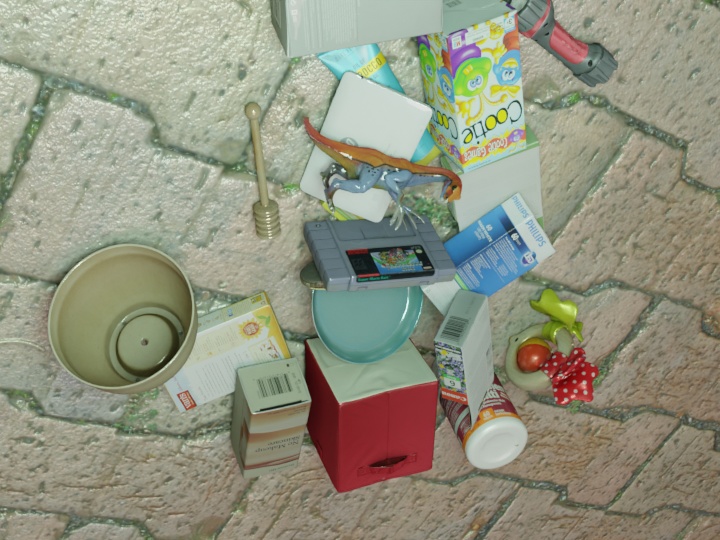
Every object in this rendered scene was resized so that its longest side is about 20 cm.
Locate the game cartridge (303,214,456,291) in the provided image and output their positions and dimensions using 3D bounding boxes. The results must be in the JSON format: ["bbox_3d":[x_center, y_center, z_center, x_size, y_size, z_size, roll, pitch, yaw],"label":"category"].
[{"bbox_3d":[0.028,-0.027,1.348,0.197,0.130,0.039,-5,130,-21],"label":"game cartridge"}]

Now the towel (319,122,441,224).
[{"bbox_3d":[0.037,-0.143,1.358,0.200,0.018,0.086,-43,132,13],"label":"towel"}]

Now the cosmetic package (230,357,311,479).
[{"bbox_3d":[-0.146,0.239,1.497,0.102,0.088,0.201,-11,143,-19],"label":"cosmetic package"}]

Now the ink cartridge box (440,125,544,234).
[{"bbox_3d":[0.206,-0.109,1.429,0.144,0.048,0.201,-21,137,-5],"label":"ink cartridge box"}]

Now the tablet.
[{"bbox_3d":[0.004,-0.164,1.280,0.128,0.014,0.201,22,127,-5],"label":"tablet"}]

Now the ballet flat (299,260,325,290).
[{"bbox_3d":[0.000,0.000,1.374,0.198,0.067,0.047,-17,130,-31],"label":"ballet flat"}]

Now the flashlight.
[{"bbox_3d":[0.276,-0.321,1.282,0.198,0.068,0.068,25,119,-33],"label":"flashlight"}]

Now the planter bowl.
[{"bbox_3d":[-0.312,0.083,1.295,0.198,0.202,0.135,-20,158,-5],"label":"planter bowl"}]

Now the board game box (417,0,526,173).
[{"bbox_3d":[0.148,-0.253,1.249,0.104,0.103,0.202,-22,129,-12],"label":"board game box"}]

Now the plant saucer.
[{"bbox_3d":[0.008,0.041,1.430,0.197,0.027,0.204,-5,100,-30],"label":"plant saucer"}]

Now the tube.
[{"bbox_3d":[0.028,-0.235,1.261,0.077,0.050,0.201,-38,117,3],"label":"tube"}]

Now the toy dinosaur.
[{"bbox_3d":[0.038,-0.126,1.242,0.179,0.105,0.202,-18,112,2],"label":"toy dinosaur"}]

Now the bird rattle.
[{"bbox_3d":[0.320,0.147,1.583,0.162,0.202,0.112,-25,135,31],"label":"bird rattle"}]

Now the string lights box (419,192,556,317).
[{"bbox_3d":[0.188,-0.017,1.431,0.199,0.059,0.103,-34,135,9],"label":"string lights box"}]

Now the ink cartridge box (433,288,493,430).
[{"bbox_3d":[0.161,0.139,1.438,0.050,0.110,0.202,13,139,24],"label":"ink cartridge box"}]

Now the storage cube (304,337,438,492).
[{"bbox_3d":[0.012,0.212,1.501,0.168,0.201,0.182,-10,124,-17],"label":"storage cube"}]

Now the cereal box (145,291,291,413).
[{"bbox_3d":[-0.215,0.128,1.448,0.197,0.040,0.145,-21,132,-5],"label":"cereal box"}]

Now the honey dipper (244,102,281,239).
[{"bbox_3d":[-0.135,-0.136,1.284,0.037,0.038,0.202,-11,126,-13],"label":"honey dipper"}]

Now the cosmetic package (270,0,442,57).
[{"bbox_3d":[-0.006,-0.331,1.139,0.197,0.107,0.091,-9,128,-12],"label":"cosmetic package"}]

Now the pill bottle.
[{"bbox_3d":[0.194,0.224,1.575,0.108,0.201,0.111,-10,129,-13],"label":"pill bottle"}]
